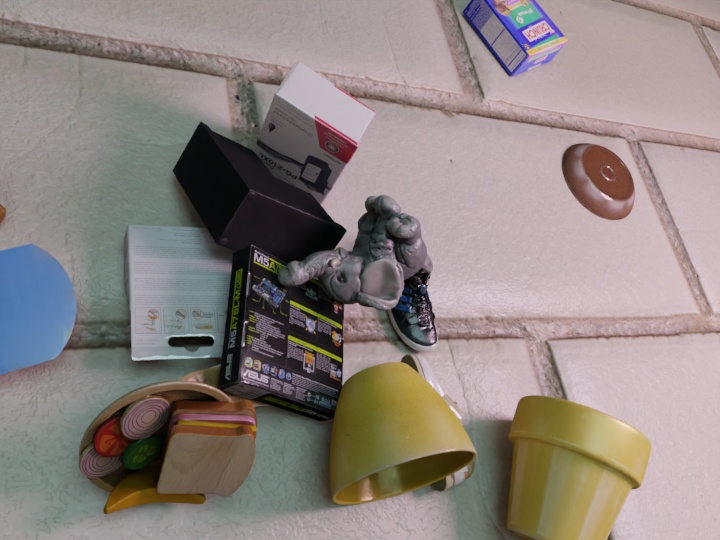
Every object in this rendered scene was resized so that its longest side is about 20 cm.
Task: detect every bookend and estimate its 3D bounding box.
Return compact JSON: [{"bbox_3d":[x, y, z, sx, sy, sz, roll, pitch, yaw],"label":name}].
[{"bbox_3d":[-0.156,-0.108,0.976,0.197,0.093,0.200,19,24,-48],"label":"bookend"}]

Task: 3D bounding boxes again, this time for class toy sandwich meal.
[{"bbox_3d":[-0.218,0.213,0.738,0.202,0.208,0.070,-3,35,-27],"label":"toy sandwich meal"}]

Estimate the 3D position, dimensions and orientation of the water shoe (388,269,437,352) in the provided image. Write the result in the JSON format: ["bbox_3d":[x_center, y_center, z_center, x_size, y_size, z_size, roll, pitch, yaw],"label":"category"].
[{"bbox_3d":[0.081,0.033,1.039,0.070,0.079,0.203,-11,69,-29],"label":"water shoe"}]

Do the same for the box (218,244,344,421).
[{"bbox_3d":[-0.101,0.092,0.892,0.199,0.047,0.196,29,48,-43],"label":"box"}]

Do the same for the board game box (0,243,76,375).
[{"bbox_3d":[-0.457,0.060,0.792,0.197,0.039,0.160,-16,73,-24],"label":"board game box"}]

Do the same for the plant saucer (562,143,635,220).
[{"bbox_3d":[0.541,-0.209,1.419,0.197,0.037,0.204,12,59,-20],"label":"plant saucer"}]

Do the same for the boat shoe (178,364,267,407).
[{"bbox_3d":[-0.178,0.156,0.856,0.198,0.069,0.072,0,72,-49],"label":"boat shoe"}]

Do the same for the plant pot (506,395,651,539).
[{"bbox_3d":[0.304,0.314,0.940,0.198,0.201,0.191,27,72,-10],"label":"plant pot"}]

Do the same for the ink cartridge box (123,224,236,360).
[{"bbox_3d":[-0.248,0.033,0.901,0.160,0.057,0.204,2,67,-26],"label":"ink cartridge box"}]

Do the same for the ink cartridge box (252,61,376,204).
[{"bbox_3d":[-0.084,-0.204,1.014,0.143,0.200,0.085,31,57,-7],"label":"ink cartridge box"}]

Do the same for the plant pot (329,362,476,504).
[{"bbox_3d":[0.040,0.211,0.860,0.197,0.201,0.144,-3,58,-26],"label":"plant pot"}]

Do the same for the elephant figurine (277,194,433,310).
[{"bbox_3d":[0.000,0.000,0.937,0.154,0.142,0.201,36,74,12],"label":"elephant figurine"}]

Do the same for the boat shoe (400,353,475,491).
[{"bbox_3d":[0.114,0.222,0.963,0.067,0.075,0.204,-10,79,-31],"label":"boat shoe"}]

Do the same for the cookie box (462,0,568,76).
[{"bbox_3d":[0.367,-0.577,1.507,0.170,0.075,0.201,-29,80,-35],"label":"cookie box"}]

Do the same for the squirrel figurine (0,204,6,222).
[{"bbox_3d":[-0.562,-0.089,0.762,0.184,0.142,0.202,20,52,-6],"label":"squirrel figurine"}]
